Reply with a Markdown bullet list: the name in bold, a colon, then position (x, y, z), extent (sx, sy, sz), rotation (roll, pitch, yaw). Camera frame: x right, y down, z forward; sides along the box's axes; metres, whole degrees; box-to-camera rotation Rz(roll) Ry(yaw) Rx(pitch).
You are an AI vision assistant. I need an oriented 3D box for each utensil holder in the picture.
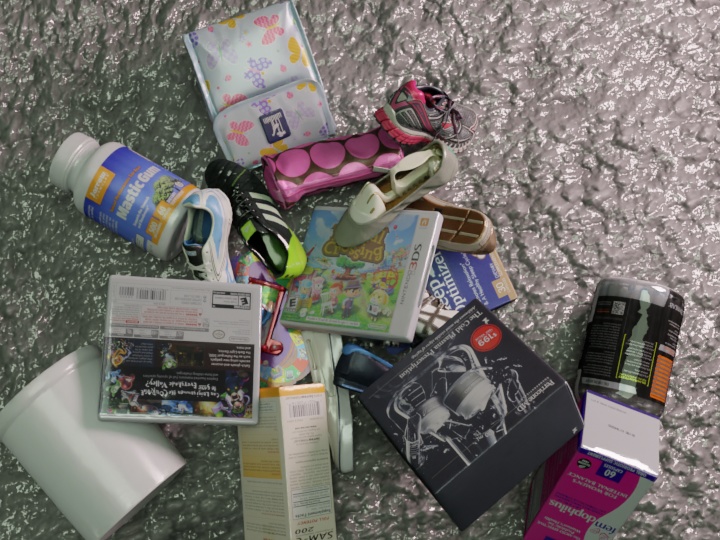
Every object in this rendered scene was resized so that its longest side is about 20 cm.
- **utensil holder**: position (-0.348, 0.228, 1.207), extent (0.170, 0.170, 0.200), rotation (-42, 86, -7)

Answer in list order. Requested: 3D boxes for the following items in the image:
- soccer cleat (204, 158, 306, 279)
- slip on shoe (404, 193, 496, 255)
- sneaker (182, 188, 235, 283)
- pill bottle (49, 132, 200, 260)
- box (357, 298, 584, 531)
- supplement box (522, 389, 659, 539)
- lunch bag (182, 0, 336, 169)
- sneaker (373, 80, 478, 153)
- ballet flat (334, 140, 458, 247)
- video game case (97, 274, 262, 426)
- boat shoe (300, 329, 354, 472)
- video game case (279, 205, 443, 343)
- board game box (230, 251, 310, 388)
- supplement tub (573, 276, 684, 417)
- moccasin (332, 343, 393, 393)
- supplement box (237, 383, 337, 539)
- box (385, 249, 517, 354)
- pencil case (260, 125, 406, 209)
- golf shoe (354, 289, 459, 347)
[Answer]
- **soccer cleat**: position (-0.147, -0.072, 1.261), extent (0.067, 0.081, 0.201), rotation (-41, 84, 18)
- **slip on shoe**: position (0.101, -0.068, 1.292), extent (0.198, 0.060, 0.077), rotation (15, 79, 34)
- **sneaker**: position (-0.206, -0.008, 1.242), extent (0.071, 0.072, 0.203), rotation (9, 108, 41)
- **pill bottle**: position (-0.325, -0.108, 1.287), extent (0.198, 0.112, 0.113), rotation (29, 82, 3)
- **box**: position (0.132, 0.169, 1.124), extent (0.199, 0.104, 0.182), rotation (-39, 46, -6)
- **supplement box**: position (0.291, 0.268, 1.181), extent (0.100, 0.201, 0.104), rotation (20, 40, 3)
- **lunch bag**: position (-0.138, -0.255, 1.307), extent (0.168, 0.127, 0.202), rotation (-18, 96, -3)
- **sneaker**: position (0.108, -0.213, 1.279), extent (0.075, 0.199, 0.081), rotation (-47, 67, 31)
- **ballet flat**: position (0.038, -0.108, 1.242), extent (0.199, 0.064, 0.068), rotation (-34, 54, 6)
- **video game case**: position (-0.226, 0.102, 1.181), extent (0.197, 0.023, 0.184), rotation (4, 72, -13)
- **boat shoe**: position (-0.048, 0.174, 1.262), extent (0.069, 0.071, 0.203), rotation (-7, 83, 0)
- **video game case**: position (0.000, 0.000, 1.257), extent (0.198, 0.022, 0.184), rotation (5, 67, 29)
- **board game box**: position (-0.139, 0.068, 1.295), extent (0.157, 0.039, 0.202), rotation (-29, 83, -5)
- **supplement tub**: position (0.358, 0.120, 1.250), extent (0.121, 0.123, 0.203), rotation (15, 80, 2)
- **moccasin**: position (0.047, 0.168, 1.250), extent (0.199, 0.080, 0.069), rotation (31, 85, -14)
- **supplement box**: position (-0.099, 0.253, 1.212), extent (0.073, 0.125, 0.203), rotation (0, 83, -35)
- **box**: position (0.107, 0.026, 1.309), extent (0.198, 0.032, 0.122), rotation (-25, 82, -3)
- **pencil case**: position (-0.035, -0.142, 1.294), extent (0.198, 0.091, 0.094), rotation (-16, 49, -7)
- **golf shoe**: position (0.090, 0.055, 1.249), extent (0.197, 0.078, 0.096), rotation (0, 82, 2)
